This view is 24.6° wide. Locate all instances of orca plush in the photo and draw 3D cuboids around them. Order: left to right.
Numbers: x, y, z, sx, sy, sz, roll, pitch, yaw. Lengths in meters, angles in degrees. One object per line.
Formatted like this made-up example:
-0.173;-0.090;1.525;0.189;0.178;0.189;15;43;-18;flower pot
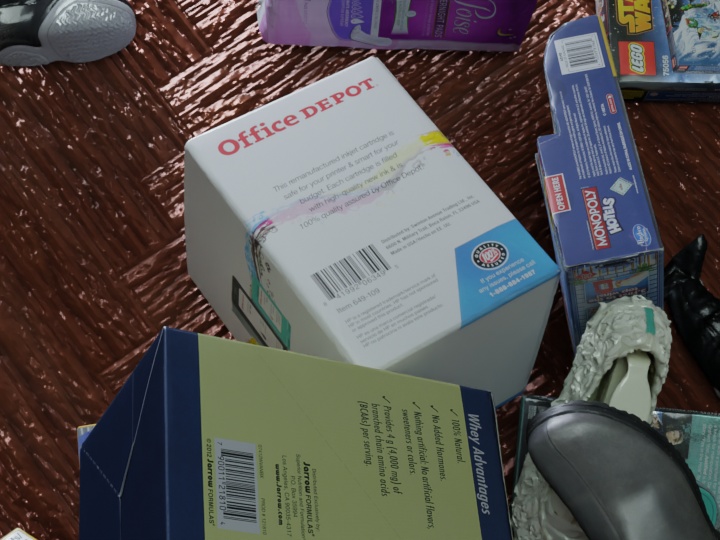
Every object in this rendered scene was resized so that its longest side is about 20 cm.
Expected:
0.284;0.058;1.111;0.105;0.071;0.200;-28;76;-12;orca plush

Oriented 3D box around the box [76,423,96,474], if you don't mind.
-0.117;0.188;1.014;0.119;0.041;0.200;-12;78;39;box

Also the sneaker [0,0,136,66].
-0.261;-0.206;1.164;0.200;0.076;0.114;-3;72;-11;sneaker

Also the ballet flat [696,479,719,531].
0.170;0.224;1.026;0.074;0.074;0.200;23;80;4;ballet flat

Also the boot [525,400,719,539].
0.162;0.173;0.914;0.200;0.070;0.132;44;33;-14;boot

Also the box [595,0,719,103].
0.242;-0.221;1.215;0.137;0.040;0.200;1;72;-4;box

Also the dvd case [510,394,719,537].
0.197;0.161;1.075;0.200;0.022;0.146;5;92;0;dvd case

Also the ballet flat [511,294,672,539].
0.140;0.112;1.000;0.072;0.072;0.200;14;111;1;ballet flat

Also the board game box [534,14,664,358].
0.155;-0.025;1.086;0.062;0.200;0.200;-11;51;5;board game box

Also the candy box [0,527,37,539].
-0.148;0.251;0.968;0.200;0.116;0.055;25;34;24;candy box

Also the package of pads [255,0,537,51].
0.026;-0.210;1.156;0.200;0.121;0.076;2;67;-3;package of pads

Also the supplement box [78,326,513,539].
-0.034;0.162;0.879;0.199;0.134;0.200;13;51;-24;supplement box

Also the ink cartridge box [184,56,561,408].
0.000;0.000;1.042;0.147;0.146;0.200;-27;62;-21;ink cartridge box
